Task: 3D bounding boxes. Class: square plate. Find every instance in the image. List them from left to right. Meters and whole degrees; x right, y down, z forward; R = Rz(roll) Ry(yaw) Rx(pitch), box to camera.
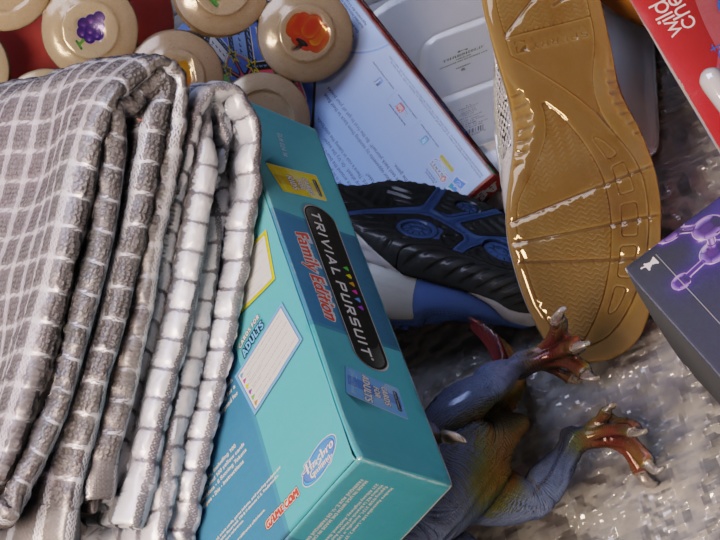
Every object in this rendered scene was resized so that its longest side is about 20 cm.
[{"bbox_3d":[0.063,-0.106,1.108,0.199,0.028,0.199,-18,41,24],"label":"square plate"}]

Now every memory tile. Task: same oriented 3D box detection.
[{"bbox_3d":[-0.115,-0.111,1.049,0.154,0.199,0.017,-63,9,-2],"label":"memory tile"}]

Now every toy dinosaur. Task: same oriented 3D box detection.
[{"bbox_3d":[0.035,0.105,0.851,0.181,0.105,0.200,-32,8,-15],"label":"toy dinosaur"}]

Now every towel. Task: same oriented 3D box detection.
[{"bbox_3d":[-0.129,0.019,0.819,0.165,0.085,0.201,-4,71,50],"label":"towel"}]

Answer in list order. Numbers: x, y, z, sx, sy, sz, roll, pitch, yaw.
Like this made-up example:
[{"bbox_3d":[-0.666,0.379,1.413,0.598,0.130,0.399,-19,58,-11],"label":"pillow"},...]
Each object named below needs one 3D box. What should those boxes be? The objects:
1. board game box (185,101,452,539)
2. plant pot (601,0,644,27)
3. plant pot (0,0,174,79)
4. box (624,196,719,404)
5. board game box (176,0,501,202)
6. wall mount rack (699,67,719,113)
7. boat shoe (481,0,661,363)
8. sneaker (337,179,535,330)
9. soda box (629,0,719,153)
[{"bbox_3d":[-0.051,0.053,0.820,0.151,0.047,0.200,-49,40,27],"label":"board game box"},{"bbox_3d":[0.135,-0.224,1.031,0.183,0.200,0.200,19,64,49],"label":"plant pot"},{"bbox_3d":[-0.215,-0.133,1.157,0.177,0.201,0.200,-40,36,-22],"label":"plant pot"},{"bbox_3d":[0.216,0.030,0.809,0.141,0.079,0.200,-39,38,3],"label":"box"},{"bbox_3d":[-0.018,-0.084,1.080,0.103,0.019,0.200,-41,61,10],"label":"board game box"},{"bbox_3d":[0.226,-0.045,0.755,0.200,0.075,0.174,-34,38,-1],"label":"wall mount rack"},{"bbox_3d":[0.099,-0.054,0.963,0.071,0.069,0.201,-7,80,3],"label":"boat shoe"},{"bbox_3d":[0.000,0.000,1.007,0.199,0.077,0.076,13,26,19],"label":"sneaker"},{"bbox_3d":[0.159,-0.109,0.893,0.063,0.200,0.070,-30,38,12],"label":"soda box"}]
